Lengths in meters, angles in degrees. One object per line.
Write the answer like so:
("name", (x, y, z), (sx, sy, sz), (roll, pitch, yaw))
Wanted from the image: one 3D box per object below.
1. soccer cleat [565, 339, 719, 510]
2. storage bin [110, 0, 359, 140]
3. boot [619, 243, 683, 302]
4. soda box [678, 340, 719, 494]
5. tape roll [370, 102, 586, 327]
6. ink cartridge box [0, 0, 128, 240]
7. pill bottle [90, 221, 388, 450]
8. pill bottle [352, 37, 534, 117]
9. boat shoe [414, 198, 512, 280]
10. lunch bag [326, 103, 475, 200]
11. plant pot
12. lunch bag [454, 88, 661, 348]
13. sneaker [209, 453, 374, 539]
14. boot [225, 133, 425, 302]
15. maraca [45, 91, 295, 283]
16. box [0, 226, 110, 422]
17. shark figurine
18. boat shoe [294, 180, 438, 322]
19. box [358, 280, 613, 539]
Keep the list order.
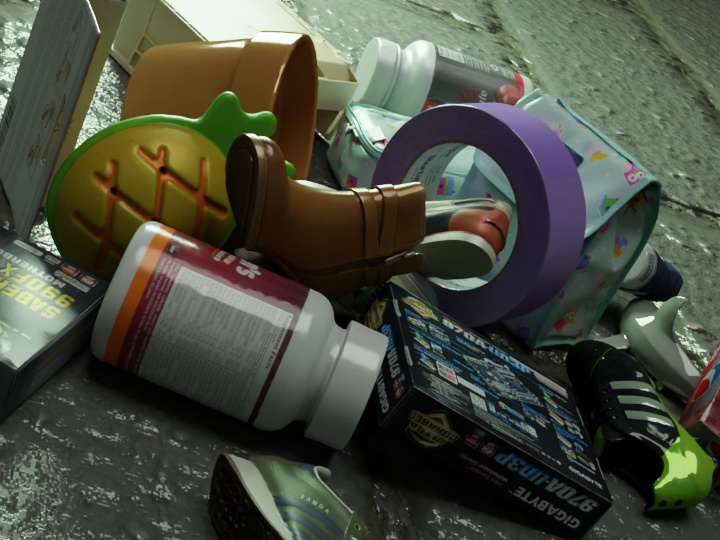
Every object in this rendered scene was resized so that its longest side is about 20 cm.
("soccer cleat", (0.225, 0.128, 1.280), (0.081, 0.068, 0.200), (-7, 38, -28))
("storage bin", (-0.135, -0.226, 1.607), (0.199, 0.094, 0.199), (-1, 36, -44))
("boot", (0.243, -0.018, 1.574), (0.200, 0.073, 0.090), (30, 1, 42))
("soda box", (0.349, 0.101, 1.335), (0.070, 0.063, 0.200), (38, 53, 0))
("tape roll", (0.104, -0.051, 1.353), (0.200, 0.201, 0.065), (39, 27, 28))
("ink cartridge box", (-0.241, -0.138, 1.206), (0.044, 0.201, 0.176), (11, 28, -30))
("pill bottle", (-0.087, 0.051, 1.086), (0.199, 0.110, 0.110), (23, 25, -3))
("pill bottle", (0.096, -0.206, 1.757), (0.199, 0.111, 0.111), (16, 26, -17))
("boat shoe", (0.041, -0.030, 1.318), (0.199, 0.071, 0.063), (-2, 48, 35))
("lunch bag", (0.065, -0.110, 1.580), (0.199, 0.077, 0.161), (14, 27, -22))
("plant pot", (-0.127, -0.120, 1.310), (0.139, 0.201, 0.200), (11, 23, 8))
("lunch bag", (0.181, -0.051, 1.424), (0.121, 0.201, 0.170), (-2, 37, -45))
("sneaker", (-0.024, 0.182, 0.932), (0.089, 0.067, 0.200), (4, 28, -28))
("boot", (-0.022, -0.047, 1.141), (0.154, 0.200, 0.074), (-12, 59, -10))
("maraca", (-0.150, -0.062, 1.174), (0.199, 0.138, 0.107), (-24, 26, -8))
("box", (-0.296, 0.012, 1.043), (0.199, 0.049, 0.158), (27, 24, 5))
("shark figurine", (0.316, 0.075, 1.440), (0.128, 0.090, 0.214), (0, 33, -40))
("boat shoe", (0.000, 0.000, 1.257), (0.200, 0.072, 0.062), (39, 24, -27))
("box", (0.096, 0.108, 1.167), (0.199, 0.046, 0.159), (31, 21, -21))
